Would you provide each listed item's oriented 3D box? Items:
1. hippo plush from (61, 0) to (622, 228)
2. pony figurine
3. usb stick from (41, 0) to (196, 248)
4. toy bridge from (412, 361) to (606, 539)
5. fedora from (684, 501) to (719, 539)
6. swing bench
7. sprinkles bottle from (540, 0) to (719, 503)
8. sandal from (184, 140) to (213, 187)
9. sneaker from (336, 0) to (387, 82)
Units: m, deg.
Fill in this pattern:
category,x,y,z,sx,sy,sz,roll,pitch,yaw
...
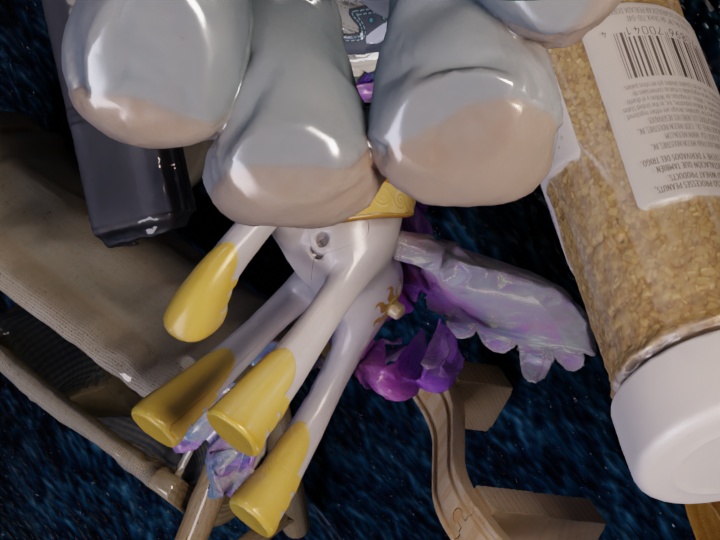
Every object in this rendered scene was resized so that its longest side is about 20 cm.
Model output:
category,x,y,z,sx,sy,sz,roll,pitch,yaw
hippo plush,-0.015,-0.112,0.750,0.200,0.161,0.159,43,106,-10
pony figurine,0.000,0.000,0.958,0.167,0.200,0.193,32,161,14
usb stick,-0.108,-0.109,1.025,0.055,0.033,0.200,-10,93,48
toy bridge,0.066,0.102,0.999,0.027,0.067,0.200,-61,40,25
fedora,0.144,0.165,0.858,0.201,0.082,0.201,53,177,4
swing bench,-0.123,0.042,1.190,0.199,0.130,0.200,37,142,21
sprinkles bottle,0.092,-0.026,0.801,0.068,0.068,0.200,108,152,-55
sandal,-0.086,-0.086,1.068,0.080,0.054,0.200,48,149,3
sneaker,-0.043,-0.135,0.914,0.200,0.078,0.086,28,156,36
